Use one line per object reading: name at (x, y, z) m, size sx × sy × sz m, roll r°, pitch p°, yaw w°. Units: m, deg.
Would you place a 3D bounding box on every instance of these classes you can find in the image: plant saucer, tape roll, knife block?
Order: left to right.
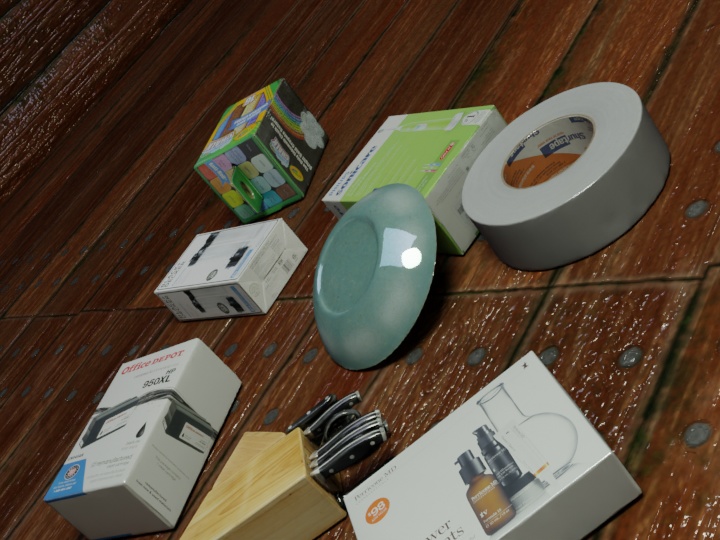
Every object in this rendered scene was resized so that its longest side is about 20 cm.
knife block at (-0.056, 0.201, 0.886) m, size 0.175 × 0.064 × 0.201 m, roll -8°, pitch 41°, yaw 48°
plant saucer at (0.000, 0.000, 1.044) m, size 0.200 × 0.038 × 0.203 m, roll -29°, pitch 52°, yaw 45°
tape roll at (0.200, -0.095, 0.992) m, size 0.199 × 0.066 × 0.201 m, roll -31°, pitch 28°, yaw 18°

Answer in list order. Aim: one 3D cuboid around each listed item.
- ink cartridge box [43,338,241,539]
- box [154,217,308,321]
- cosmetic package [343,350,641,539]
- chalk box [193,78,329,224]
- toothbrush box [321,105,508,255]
ink cartridge box at (-0.238, 0.187, 1.118) m, size 0.144 × 0.084 × 0.201 m, roll -19°, pitch 34°, yaw 35°
box at (-0.175, 0.002, 1.337) m, size 0.199 × 0.060 × 0.117 m, roll -7°, pitch 42°, yaw 48°
cosmetic package at (0.090, 0.170, 0.761) m, size 0.199 × 0.052 × 0.151 m, roll -39°, pitch 24°, yaw 4°
chalk box at (-0.149, -0.161, 1.474) m, size 0.123 × 0.125 × 0.201 m, roll -21°, pitch 32°, yaw 33°
toothbrush box at (0.072, -0.103, 1.147) m, size 0.199 × 0.086 × 0.146 m, roll 7°, pitch 54°, yaw 55°
